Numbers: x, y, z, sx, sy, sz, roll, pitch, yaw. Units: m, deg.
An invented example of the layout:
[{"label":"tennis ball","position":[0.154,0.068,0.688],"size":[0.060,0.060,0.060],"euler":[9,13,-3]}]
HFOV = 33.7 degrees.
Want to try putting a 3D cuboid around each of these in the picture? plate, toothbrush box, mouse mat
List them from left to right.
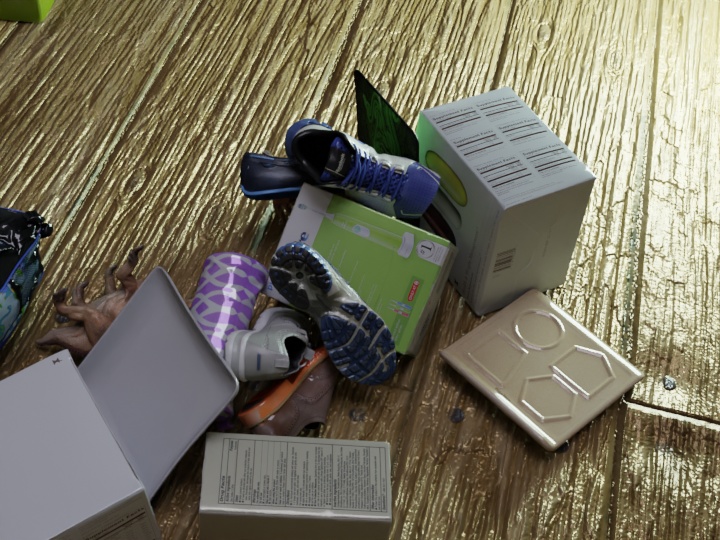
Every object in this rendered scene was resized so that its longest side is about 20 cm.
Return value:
[{"label":"plate","position":[-0.226,0.131,1.301],"size":[0.032,0.200,0.200],"euler":[19,25,-51]},{"label":"toothbrush box","position":[0.000,0.000,1.449],"size":[0.198,0.086,0.147],"euler":[22,89,13]},{"label":"mouse mat","position":[0.035,-0.149,1.567],"size":[0.007,0.201,0.161],"euler":[-24,53,-18]}]

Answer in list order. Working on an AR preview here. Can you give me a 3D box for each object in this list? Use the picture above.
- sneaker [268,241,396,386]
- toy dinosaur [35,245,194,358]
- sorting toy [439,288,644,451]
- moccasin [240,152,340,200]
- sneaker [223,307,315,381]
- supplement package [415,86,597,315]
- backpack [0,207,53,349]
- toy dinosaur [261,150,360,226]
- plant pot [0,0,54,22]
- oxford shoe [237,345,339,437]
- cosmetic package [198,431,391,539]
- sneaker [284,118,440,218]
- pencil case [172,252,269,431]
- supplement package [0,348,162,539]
[{"label":"sneaker","position":[-0.025,0.042,1.371],"size":[0.077,0.201,0.085],"euler":[-34,12,9]},{"label":"toy dinosaur","position":[-0.280,0.063,1.400],"size":[0.199,0.086,0.136],"euler":[-30,91,-11]},{"label":"sorting toy","position":[0.221,0.120,1.453],"size":[0.199,0.037,0.185],"euler":[-28,56,-35]},{"label":"moccasin","position":[-0.055,-0.134,1.515],"size":[0.198,0.080,0.069],"euler":[-5,84,-11]},{"label":"sneaker","position":[-0.087,0.093,1.344],"size":[0.081,0.076,0.200],"euler":[7,13,14]},{"label":"supplement package","position":[0.171,-0.092,1.535],"size":[0.146,0.192,0.200],"euler":[-18,50,-24]},{"label":"backpack","position":[-0.473,0.026,1.363],"size":[0.181,0.148,0.201],"euler":[14,42,4]},{"label":"toy dinosaur","position":[-0.044,-0.096,1.588],"size":[0.199,0.086,0.136],"euler":[30,49,14]},{"label":"plant pot","position":[-0.574,-0.528,1.861],"size":[0.198,0.183,0.200],"euler":[7,45,-2]},{"label":"oxford shoe","position":[-0.062,0.144,1.378],"size":[0.200,0.071,0.073],"euler":[-39,99,-45]},{"label":"cosmetic package","position":[-0.069,0.240,1.256],"size":[0.198,0.088,0.104],"euler":[5,47,-4]},{"label":"sneaker","position":[-0.005,-0.117,1.425],"size":[0.198,0.081,0.115],"euler":[24,9,-3]},{"label":"pencil case","position":[-0.160,0.079,1.364],"size":[0.085,0.084,0.202],"euler":[27,63,-32]},{"label":"supplement package","position":[-0.321,0.213,1.216],"size":[0.155,0.111,0.200],"euler":[-26,54,-18]}]
